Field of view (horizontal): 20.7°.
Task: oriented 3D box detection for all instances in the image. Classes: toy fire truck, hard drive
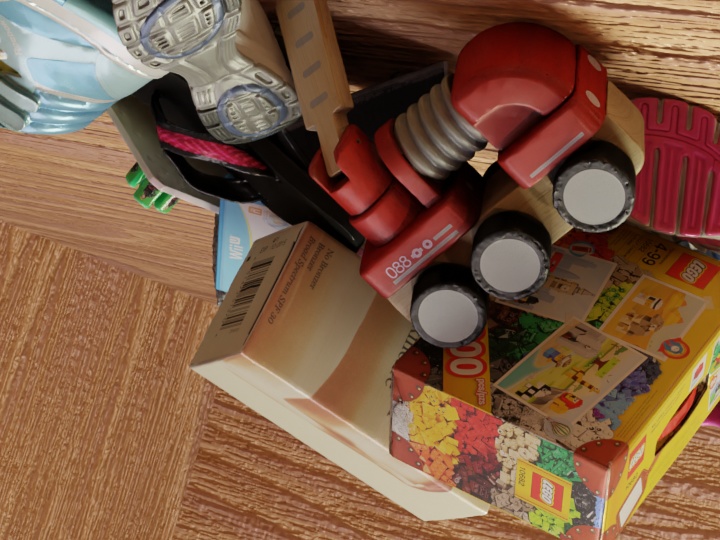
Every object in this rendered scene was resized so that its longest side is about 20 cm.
[{"bbox_3d":[0.042,-0.089,1.129,0.200,0.176,0.129,42,-153,-16],"label":"toy fire truck"},{"bbox_3d":[-0.016,-0.092,1.327,0.134,0.043,0.200,-21,-178,-14],"label":"hard drive"}]

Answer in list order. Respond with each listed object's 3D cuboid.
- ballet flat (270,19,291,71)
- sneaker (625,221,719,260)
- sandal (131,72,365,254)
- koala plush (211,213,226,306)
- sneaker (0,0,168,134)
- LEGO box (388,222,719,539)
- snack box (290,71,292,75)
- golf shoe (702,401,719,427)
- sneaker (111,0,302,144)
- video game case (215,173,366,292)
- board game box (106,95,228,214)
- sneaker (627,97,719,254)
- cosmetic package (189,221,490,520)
[{"bbox_3d":[-0.066,-0.143,1.355,0.067,0.047,0.200,35,165,-8],"label":"ballet flat"},{"bbox_3d":[0.171,-0.025,1.320,0.146,0.081,0.199,28,137,-32],"label":"sneaker"},{"bbox_3d":[-0.085,-0.068,1.241,0.200,0.045,0.075,39,163,6],"label":"sandal"},{"bbox_3d":[-0.015,-0.047,1.657,0.198,0.186,0.177,-6,169,9],"label":"koala plush"},{"bbox_3d":[-0.216,-0.150,1.177,0.199,0.080,0.130,34,128,-26],"label":"sneaker"},{"bbox_3d":[0.131,0.059,1.195,0.148,0.200,0.078,23,135,25],"label":"LEGO box"},{"bbox_3d":[-0.148,-0.152,1.289,0.199,0.037,0.116,29,168,-12],"label":"snack box"},{"bbox_3d":[0.170,0.067,1.302,0.198,0.092,0.076,-4,137,14],"label":"golf shoe"},{"bbox_3d":[-0.097,-0.153,1.143,0.074,0.088,0.200,-19,149,7],"label":"sneaker"},{"bbox_3d":[0.000,0.000,1.337,0.198,0.018,0.143,15,153,2],"label":"video game case"},{"bbox_3d":[-0.126,-0.092,1.425,0.199,0.026,0.201,22,-153,-49],"label":"board game box"},{"bbox_3d":[0.216,-0.047,1.224,0.198,0.082,0.088,19,172,-13],"label":"sneaker"},{"bbox_3d":[0.005,0.068,1.267,0.199,0.104,0.087,33,158,-20],"label":"cosmetic package"}]
